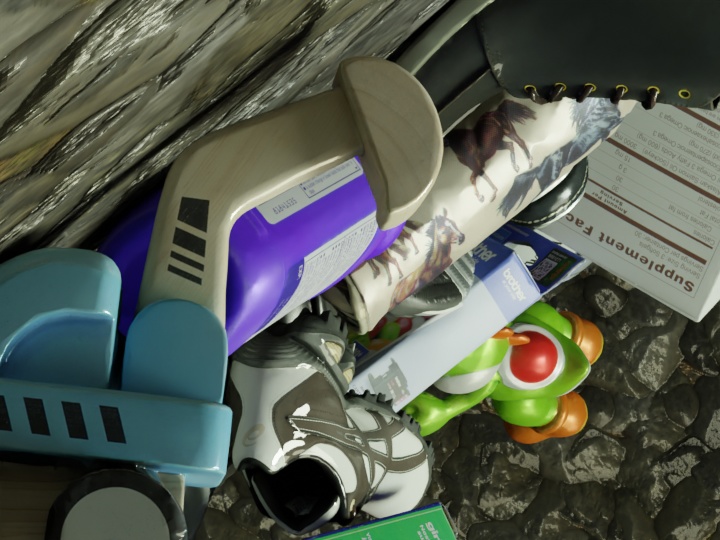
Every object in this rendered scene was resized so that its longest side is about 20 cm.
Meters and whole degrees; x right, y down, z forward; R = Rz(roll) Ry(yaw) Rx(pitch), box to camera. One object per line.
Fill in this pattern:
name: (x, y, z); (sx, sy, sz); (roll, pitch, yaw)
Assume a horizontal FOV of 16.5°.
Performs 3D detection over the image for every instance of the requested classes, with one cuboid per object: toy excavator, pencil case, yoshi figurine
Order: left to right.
toy excavator: (-0.074, 0.019, 0.854); (0.194, 0.201, 0.100); (6, 172, -4)
yoshi figurine: (0.061, 0.049, 1.549); (0.112, 0.113, 0.200); (-43, 148, 18)
pencil case: (0.048, -0.061, 1.207); (0.200, 0.089, 0.078); (-39, 144, -10)

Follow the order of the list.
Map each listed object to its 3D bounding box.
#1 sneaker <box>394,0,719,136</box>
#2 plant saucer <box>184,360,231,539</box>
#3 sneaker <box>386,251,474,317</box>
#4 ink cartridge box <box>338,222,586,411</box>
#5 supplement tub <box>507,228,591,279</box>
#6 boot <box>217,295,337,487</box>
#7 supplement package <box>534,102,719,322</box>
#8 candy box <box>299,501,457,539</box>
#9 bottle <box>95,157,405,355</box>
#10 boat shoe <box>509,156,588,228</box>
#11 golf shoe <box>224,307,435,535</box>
sneaker: (0.093, -0.088, 1.086); (0.200, 0.106, 0.075); (-41, 176, 25)
plant saucer: (-0.126, 0.115, 1.176); (0.200, 0.050, 0.200); (-34, 148, -25)
sneaker: (0.000, 0.000, 1.351); (0.115, 0.075, 0.200); (-35, -170, 20)
ink cartridge box: (0.019, 0.028, 1.405); (0.200, 0.042, 0.119); (-36, -155, -10)
supplement tub: (0.156, -0.090, 1.579); (0.200, 0.123, 0.122); (-42, 176, 37)
boot: (-0.112, 0.076, 1.283); (0.158, 0.079, 0.211); (-10, 140, -56)
supplement package: (0.197, -0.096, 1.398); (0.117, 0.117, 0.200); (-42, 157, -50)
candy box: (-0.056, 0.185, 1.210); (0.169, 0.077, 0.200); (-27, 171, 28)
bottle: (-0.030, -0.021, 0.999); (0.084, 0.065, 0.200); (-41, 176, 32)
boat shoe: (0.093, -0.057, 1.325); (0.076, 0.060, 0.200); (-32, -162, 8)
golf shoe: (-0.023, 0.096, 1.238); (0.078, 0.095, 0.200); (-1, 152, 24)
